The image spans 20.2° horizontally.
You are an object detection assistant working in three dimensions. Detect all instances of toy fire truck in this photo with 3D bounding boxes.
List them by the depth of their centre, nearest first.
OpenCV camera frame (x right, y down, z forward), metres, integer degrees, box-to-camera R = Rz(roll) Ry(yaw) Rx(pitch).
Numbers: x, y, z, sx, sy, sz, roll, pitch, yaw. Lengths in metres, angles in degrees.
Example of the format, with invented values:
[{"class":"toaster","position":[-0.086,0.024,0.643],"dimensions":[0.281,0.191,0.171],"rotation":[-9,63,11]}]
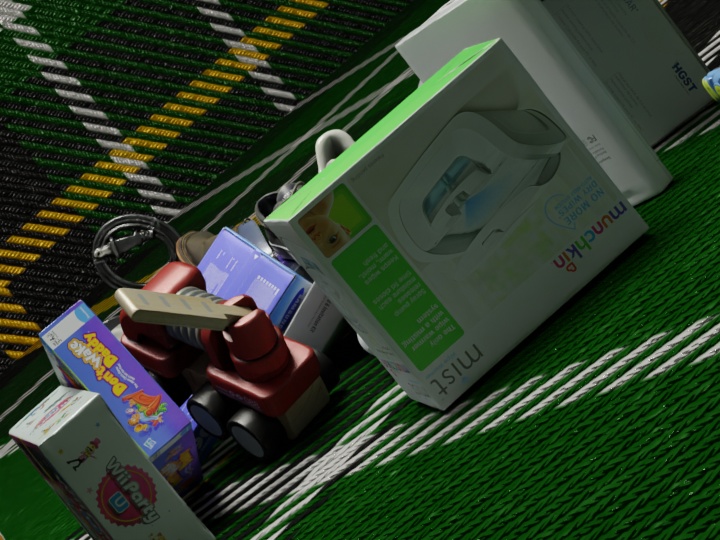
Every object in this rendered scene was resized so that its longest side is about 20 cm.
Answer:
[{"class":"toy fire truck","position":[-0.135,0.048,1.631],"dimensions":[0.176,0.200,0.129],"rotation":[22,57,38]}]

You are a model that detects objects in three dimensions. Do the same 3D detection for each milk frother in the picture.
[{"class":"milk frother","position":[-0.216,0.047,2.078],"dimensions":[0.180,0.200,0.188],"rotation":[-38,9,-18]}]

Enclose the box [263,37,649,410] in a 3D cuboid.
[{"class":"box","position":[0.067,-0.032,1.433],"dimensions":[0.200,0.177,0.097],"rotation":[-40,9,-9]}]

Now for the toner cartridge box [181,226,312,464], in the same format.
[{"class":"toner cartridge box","position":[-0.134,0.071,1.792],"dimensions":[0.200,0.095,0.043],"rotation":[-56,-30,0]}]

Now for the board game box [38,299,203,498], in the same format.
[{"class":"board game box","position":[-0.193,0.114,1.659],"dimensions":[0.045,0.134,0.200],"rotation":[-40,-14,-13]}]

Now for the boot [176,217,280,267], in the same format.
[{"class":"boot","position":[-0.119,-0.007,1.928],"dimensions":[0.097,0.075,0.200],"rotation":[-29,20,6]}]

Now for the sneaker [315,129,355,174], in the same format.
[{"class":"sneaker","position":[0.002,-0.043,1.582],"dimensions":[0.075,0.087,0.200],"rotation":[-25,37,-6]}]

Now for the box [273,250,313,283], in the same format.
[{"class":"box","position":[-0.055,0.020,1.968],"dimensions":[0.141,0.079,0.200],"rotation":[-28,14,38]}]

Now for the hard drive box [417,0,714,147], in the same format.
[{"class":"hard drive box","position":[0.172,-0.152,1.666],"dimensions":[0.200,0.156,0.077],"rotation":[-36,8,11]}]

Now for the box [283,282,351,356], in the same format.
[{"class":"box","position":[0.000,0.000,1.800],"dimensions":[0.200,0.041,0.156],"rotation":[-48,-9,-49]}]

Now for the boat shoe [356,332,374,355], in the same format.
[{"class":"boat shoe","position":[0.031,-0.011,1.654],"dimensions":[0.200,0.072,0.062],"rotation":[-94,21,-49]}]

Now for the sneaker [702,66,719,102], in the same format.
[{"class":"sneaker","position":[0.294,-0.140,1.400],"dimensions":[0.083,0.071,0.200],"rotation":[-45,6,2]}]

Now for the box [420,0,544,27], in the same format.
[{"class":"box","position":[0.134,-0.240,1.637],"dimensions":[0.110,0.035,0.200],"rotation":[-42,8,-22]}]

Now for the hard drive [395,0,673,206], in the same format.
[{"class":"hard drive","position":[0.130,-0.121,1.536],"dimensions":[0.132,0.200,0.026],"rotation":[-28,13,49]}]

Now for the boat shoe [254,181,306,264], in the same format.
[{"class":"boat shoe","position":[-0.053,-0.052,1.875],"dimensions":[0.070,0.066,0.200],"rotation":[-40,12,-10]}]

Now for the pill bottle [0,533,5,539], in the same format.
[{"class":"pill bottle","position":[-0.371,0.280,1.831],"dimensions":[0.111,0.111,0.200],"rotation":[-39,9,-3]}]

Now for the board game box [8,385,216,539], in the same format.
[{"class":"board game box","position":[-0.201,0.169,1.598],"dimensions":[0.064,0.148,0.200],"rotation":[-40,9,-15]}]
